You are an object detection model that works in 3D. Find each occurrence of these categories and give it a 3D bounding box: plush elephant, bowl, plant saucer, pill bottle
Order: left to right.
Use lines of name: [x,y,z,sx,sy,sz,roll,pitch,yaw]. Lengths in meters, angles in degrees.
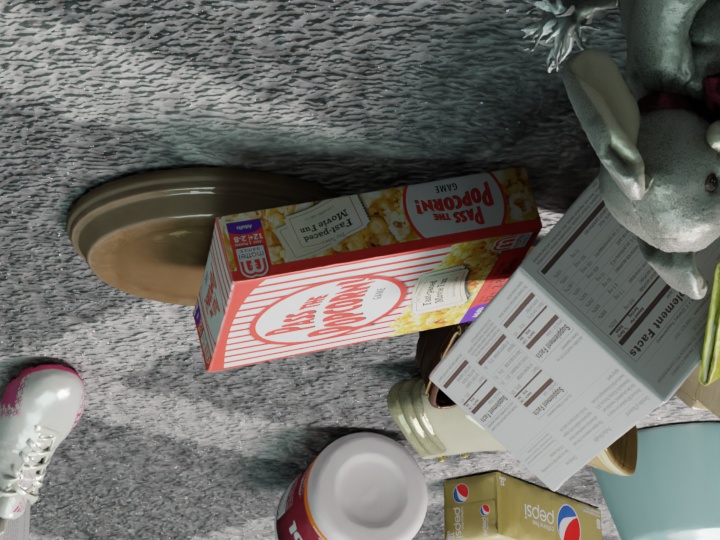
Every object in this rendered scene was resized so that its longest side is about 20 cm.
plant saucer: [-0.095,-0.017,1.296,0.198,0.030,0.200,-1,159,0]
pill bottle: [-0.016,0.229,1.824,0.112,0.114,0.200,5,159,-14]
bowl: [0.313,0.218,1.813,0.198,0.106,0.201,0,160,0]
plush elephant: [0.170,-0.079,0.949,0.198,0.157,0.165,-10,157,24]

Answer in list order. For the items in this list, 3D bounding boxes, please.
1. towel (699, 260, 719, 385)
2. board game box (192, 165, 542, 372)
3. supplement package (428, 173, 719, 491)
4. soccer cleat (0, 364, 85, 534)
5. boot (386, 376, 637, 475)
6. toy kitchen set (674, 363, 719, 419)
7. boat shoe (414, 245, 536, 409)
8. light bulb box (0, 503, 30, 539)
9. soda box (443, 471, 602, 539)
towel: [0.253,-0.016,1.091,0.018,0.199,0.087,28,136,32]
board game box: [0.000,0.000,1.244,0.198,0.047,0.152,-10,159,-14]
supplement package: [0.150,0.018,1.166,0.111,0.156,0.200,42,157,4]
soccer cleat: [-0.275,0.152,1.621,0.069,0.087,0.200,10,144,-24]
boot: [0.129,0.125,1.613,0.153,0.073,0.200,-14,150,30]
toy kitchen set: [0.299,0.005,1.302,0.162,0.182,0.200,7,-162,-26]
boat shoe: [0.097,0.044,1.401,0.070,0.071,0.200,7,157,-17]
light bulb box: [-0.436,0.243,1.835,0.196,0.126,0.200,-5,161,12]
soda box: [0.165,0.256,1.970,0.067,0.065,0.199,-15,156,34]
